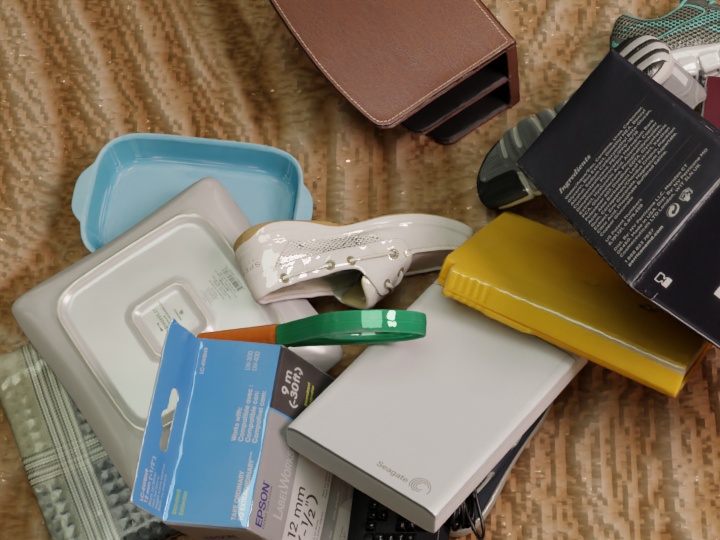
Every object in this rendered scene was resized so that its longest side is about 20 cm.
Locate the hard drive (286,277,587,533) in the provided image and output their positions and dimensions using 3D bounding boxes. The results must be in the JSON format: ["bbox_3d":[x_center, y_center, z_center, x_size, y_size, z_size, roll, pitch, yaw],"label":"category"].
[{"bbox_3d":[0.059,0.090,1.441,0.132,0.027,0.200,29,52,24],"label":"hard drive"}]

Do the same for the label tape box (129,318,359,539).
[{"bbox_3d":[-0.072,0.135,1.443,0.066,0.200,0.143,-6,62,33],"label":"label tape box"}]

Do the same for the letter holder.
[{"bbox_3d":[0.018,-0.198,1.645,0.142,0.101,0.200,-34,67,-8],"label":"letter holder"}]

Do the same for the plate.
[{"bbox_3d":[-0.147,0.043,1.547,0.200,0.032,0.200,-34,69,-9],"label":"plate"}]

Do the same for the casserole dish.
[{"bbox_3d":[-0.137,-0.048,1.622,0.200,0.039,0.121,6,66,7],"label":"casserole dish"}]

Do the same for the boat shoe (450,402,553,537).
[{"bbox_3d":[0.099,0.107,1.517,0.075,0.062,0.200,26,70,17],"label":"boat shoe"}]

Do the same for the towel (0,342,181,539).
[{"bbox_3d":[-0.176,0.120,1.557,0.192,0.035,0.200,-22,68,-2],"label":"towel"}]

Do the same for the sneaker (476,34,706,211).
[{"bbox_3d":[0.198,-0.096,1.597,0.200,0.115,0.075,-37,44,26],"label":"sneaker"}]

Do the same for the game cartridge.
[{"bbox_3d":[0.172,0.022,1.506,0.200,0.176,0.032,23,112,15],"label":"game cartridge"}]

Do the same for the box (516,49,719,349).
[{"bbox_3d":[0.248,-0.033,1.417,0.117,0.197,0.200,-51,33,10],"label":"box"}]

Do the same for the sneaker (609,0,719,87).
[{"bbox_3d":[0.299,-0.195,1.635,0.200,0.078,0.091,-11,61,-2],"label":"sneaker"}]

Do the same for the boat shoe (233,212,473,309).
[{"bbox_3d":[0.000,0.000,1.552,0.200,0.071,0.069,-5,65,-21],"label":"boat shoe"}]

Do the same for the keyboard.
[{"bbox_3d":[0.044,0.134,1.460,0.104,0.040,0.200,-1,65,17],"label":"keyboard"}]

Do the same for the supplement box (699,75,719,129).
[{"bbox_3d":[0.370,-0.087,1.584,0.200,0.061,0.109,8,66,7],"label":"supplement box"}]

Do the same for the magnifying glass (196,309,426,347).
[{"bbox_3d":[-0.040,0.047,1.452,0.200,0.080,0.022,-5,81,36],"label":"magnifying glass"}]
